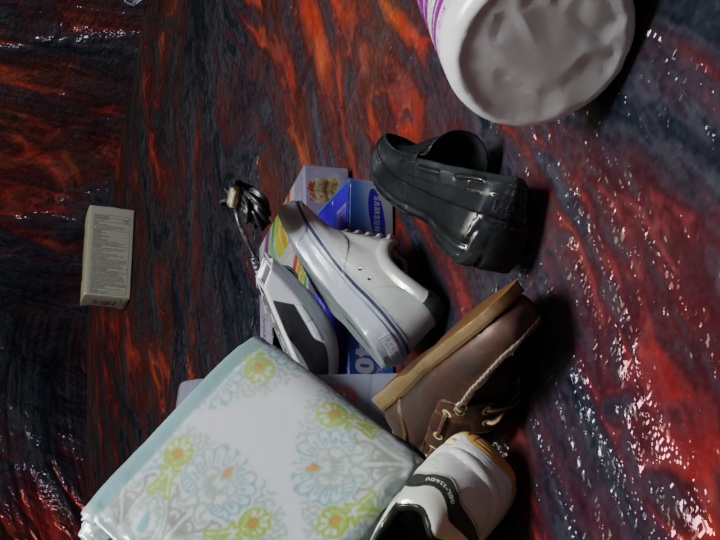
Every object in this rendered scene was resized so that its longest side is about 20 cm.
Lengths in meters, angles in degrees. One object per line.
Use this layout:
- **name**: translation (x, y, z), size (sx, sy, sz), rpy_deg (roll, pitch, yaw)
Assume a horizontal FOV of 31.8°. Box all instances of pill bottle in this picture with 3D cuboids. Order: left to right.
- **pill bottle**: translation (0.083, -0.187, 0.756), size (0.202, 0.110, 0.113), rpy_deg (-105, 27, -47)

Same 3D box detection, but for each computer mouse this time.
- **computer mouse**: translation (-0.058, 0.019, 1.031), size (0.110, 0.043, 0.203), rpy_deg (-169, 56, -78)

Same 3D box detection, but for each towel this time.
- **towel**: translation (-0.078, 0.161, 0.881), size (0.170, 0.200, 0.048), rpy_deg (35, 160, 25)

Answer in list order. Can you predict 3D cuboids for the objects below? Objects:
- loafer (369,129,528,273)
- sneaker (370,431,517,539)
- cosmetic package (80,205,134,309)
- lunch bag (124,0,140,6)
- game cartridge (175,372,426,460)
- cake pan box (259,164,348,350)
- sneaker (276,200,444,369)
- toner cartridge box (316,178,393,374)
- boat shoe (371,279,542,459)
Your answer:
- **loafer**: translation (0.062, -0.063, 0.868), size (0.201, 0.067, 0.071), rpy_deg (48, 122, 61)
- **sneaker**: translation (0.029, 0.190, 0.816), size (0.075, 0.087, 0.202), rpy_deg (36, 132, 25)
- **cosmetic package**: translation (-0.546, -0.027, 2.724), size (0.087, 0.102, 0.203), rpy_deg (139, 135, -64)
- **lunch bag**: translation (-0.429, -0.654, 2.513), size (0.201, 0.125, 0.171), rpy_deg (-56, 34, 39)
- **game cartridge**: translation (-0.049, 0.143, 0.934), size (0.041, 0.196, 0.135), rpy_deg (67, -157, -60)
- **cake pan box**: translation (-0.055, 0.028, 1.233), size (0.184, 0.051, 0.203), rpy_deg (125, 147, -61)
- **sneaker**: translation (0.000, 0.000, 0.998), size (0.200, 0.070, 0.073), rpy_deg (49, 168, 43)
- **toner cartridge box**: translation (-0.006, 0.034, 1.084), size (0.095, 0.042, 0.203), rpy_deg (143, 130, -65)
- **boat shoe**: translation (0.071, 0.070, 0.808), size (0.071, 0.070, 0.200), rpy_deg (51, 155, 7)
